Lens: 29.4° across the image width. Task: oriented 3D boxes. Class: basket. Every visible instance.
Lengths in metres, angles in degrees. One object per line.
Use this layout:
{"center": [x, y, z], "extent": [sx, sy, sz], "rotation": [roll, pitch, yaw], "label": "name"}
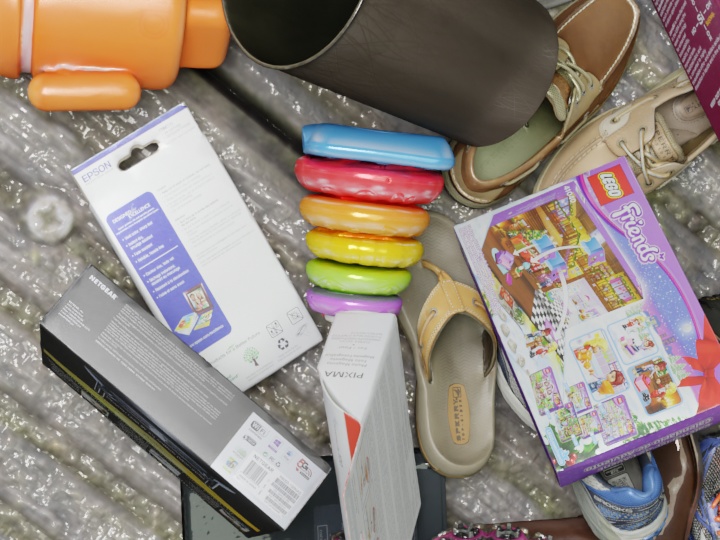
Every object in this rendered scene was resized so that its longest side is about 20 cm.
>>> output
{"center": [0.028, -0.170, 0.917], "extent": [0.199, 0.181, 0.136], "rotation": [21, 116, -41], "label": "basket"}

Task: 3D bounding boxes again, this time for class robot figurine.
{"center": [-0.185, -0.184, 0.925], "extent": [0.197, 0.117, 0.146], "rotation": [2, 103, -14], "label": "robot figurine"}

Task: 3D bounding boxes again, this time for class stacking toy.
{"center": [0.000, 0.000, 0.981], "extent": [0.108, 0.116, 0.203], "rotation": [6, 97, -3], "label": "stacking toy"}

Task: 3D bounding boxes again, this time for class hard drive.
{"center": [-0.033, 0.210, 1.024], "extent": [0.197, 0.033, 0.142], "rotation": [-3, 94, -13], "label": "hard drive"}

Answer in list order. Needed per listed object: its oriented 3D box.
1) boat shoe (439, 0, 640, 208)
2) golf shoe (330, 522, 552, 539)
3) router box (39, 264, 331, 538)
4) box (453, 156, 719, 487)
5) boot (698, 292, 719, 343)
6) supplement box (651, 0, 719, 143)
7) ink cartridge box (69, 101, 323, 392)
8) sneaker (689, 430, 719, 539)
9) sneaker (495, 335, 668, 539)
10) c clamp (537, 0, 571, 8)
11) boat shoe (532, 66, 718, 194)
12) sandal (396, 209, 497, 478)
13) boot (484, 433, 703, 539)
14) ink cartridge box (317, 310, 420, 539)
{"center": [0.141, -0.127, 1.021], "extent": [0.075, 0.074, 0.201], "rotation": [39, 84, -4], "label": "boat shoe"}
{"center": [0.063, 0.233, 0.978], "extent": [0.197, 0.073, 0.093], "rotation": [-4, 108, 14], "label": "golf shoe"}
{"center": [-0.122, 0.094, 0.914], "extent": [0.200, 0.157, 0.052], "rotation": [41, 72, -2], "label": "router box"}
{"center": [0.163, 0.033, 0.961], "extent": [0.135, 0.039, 0.202], "rotation": [-22, 62, 2], "label": "box"}
{"center": [0.271, 0.028, 1.056], "extent": [0.198, 0.077, 0.139], "rotation": [27, 53, -16], "label": "boot"}
{"center": [0.288, -0.199, 1.009], "extent": [0.109, 0.086, 0.202], "rotation": [-15, 69, -11], "label": "supplement box"}
{"center": [-0.118, -0.010, 0.989], "extent": [0.099, 0.039, 0.201], "rotation": [-31, 101, -10], "label": "ink cartridge box"}
{"center": [0.297, 0.225, 1.080], "extent": [0.074, 0.078, 0.203], "rotation": [-9, 95, -13], "label": "sneaker"}
{"center": [0.163, 0.099, 1.002], "extent": [0.076, 0.085, 0.201], "rotation": [-28, 63, -10], "label": "sneaker"}
{"center": [0.119, -0.257, 1.000], "extent": [0.169, 0.027, 0.202], "rotation": [-15, 124, -22], "label": "c clamp"}
{"center": [0.216, -0.098, 1.049], "extent": [0.199, 0.064, 0.072], "rotation": [-39, 101, -8], "label": "boat shoe"}
{"center": [0.068, 0.052, 1.019], "extent": [0.079, 0.054, 0.203], "rotation": [-5, 82, -14], "label": "sandal"}
{"center": [0.160, 0.183, 1.042], "extent": [0.198, 0.064, 0.189], "rotation": [-6, 90, -17], "label": "boot"}
{"center": [-0.003, 0.144, 0.883], "extent": [0.056, 0.200, 0.164], "rotation": [0, 118, 16], "label": "ink cartridge box"}
